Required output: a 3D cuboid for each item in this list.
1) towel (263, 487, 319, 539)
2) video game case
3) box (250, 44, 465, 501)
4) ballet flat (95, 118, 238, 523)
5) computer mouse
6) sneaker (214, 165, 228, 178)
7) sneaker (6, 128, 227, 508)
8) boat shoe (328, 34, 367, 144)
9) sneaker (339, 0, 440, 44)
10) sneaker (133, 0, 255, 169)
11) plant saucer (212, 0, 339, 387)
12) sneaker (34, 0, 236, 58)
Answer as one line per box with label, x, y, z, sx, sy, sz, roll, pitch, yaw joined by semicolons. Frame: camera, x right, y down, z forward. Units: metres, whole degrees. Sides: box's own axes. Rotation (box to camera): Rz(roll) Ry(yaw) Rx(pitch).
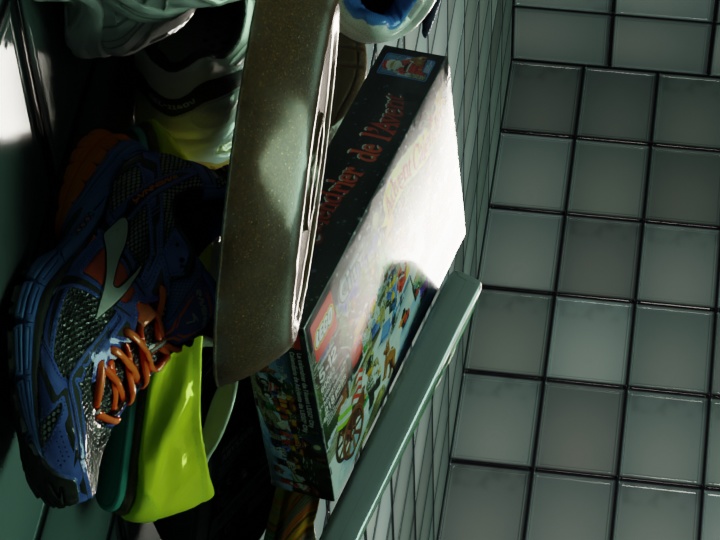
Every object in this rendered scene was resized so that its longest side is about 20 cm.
towel;-0.024;0.092;1.339;0.086;0.018;0.200;-51;157;-65
video game case;0.005;0.117;1.327;0.200;0.022;0.182;-63;178;-24
box;0.000;0.000;1.230;0.137;0.038;0.200;82;27;-47
ballet flat;-0.088;0.025;1.145;0.067;0.067;0.200;-149;-119;-64
computer mouse;-0.078;0.082;1.284;0.138;0.053;0.200;-44;151;-44
sneaker;-0.046;-0.019;1.327;0.200;0.079;0.074;78;-14;-53
sneaker;-0.101;0.015;1.011;0.075;0.078;0.200;87;11;-49
boat shoe;-0.045;-0.084;1.499;0.075;0.075;0.202;125;-21;-57
sneaker;0.031;-0.215;1.252;0.146;0.081;0.200;-106;-145;-68
sneaker;-0.066;-0.148;1.183;0.088;0.076;0.200;86;11;-56
plant saucer;-0.035;-0.045;1.051;0.200;0.034;0.200;8;90;-90
sneaker;-0.079;-0.128;0.985;0.200;0.099;0.078;7;88;-83
